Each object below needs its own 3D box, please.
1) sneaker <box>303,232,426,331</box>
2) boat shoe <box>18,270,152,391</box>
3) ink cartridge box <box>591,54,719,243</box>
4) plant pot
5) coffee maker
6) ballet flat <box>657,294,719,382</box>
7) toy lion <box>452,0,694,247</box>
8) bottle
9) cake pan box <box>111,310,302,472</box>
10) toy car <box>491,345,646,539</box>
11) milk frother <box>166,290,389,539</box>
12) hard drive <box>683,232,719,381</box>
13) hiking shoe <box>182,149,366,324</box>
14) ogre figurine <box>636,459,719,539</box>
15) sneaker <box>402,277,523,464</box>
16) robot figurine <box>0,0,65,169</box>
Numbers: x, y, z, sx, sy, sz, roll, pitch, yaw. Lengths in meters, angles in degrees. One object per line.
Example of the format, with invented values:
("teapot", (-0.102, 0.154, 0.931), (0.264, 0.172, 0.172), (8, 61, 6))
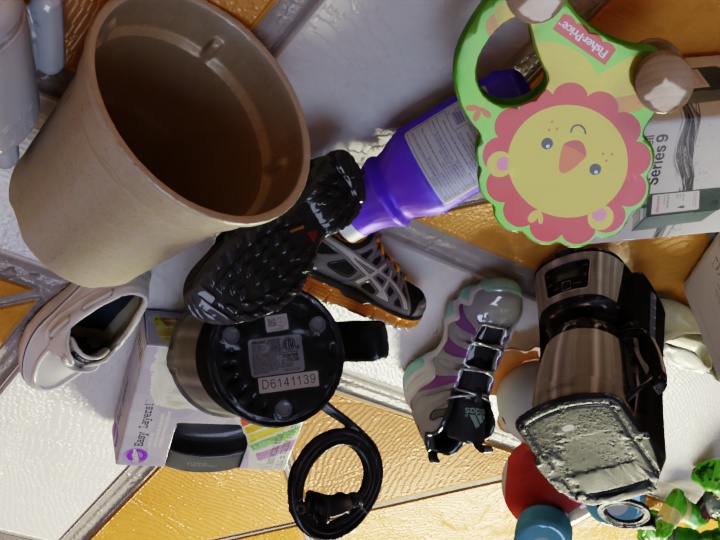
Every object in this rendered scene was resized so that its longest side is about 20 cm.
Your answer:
("sneaker", (0.000, 0.000, 1.352), (0.199, 0.078, 0.078), (22, 90, -50))
("boat shoe", (-0.256, 0.058, 1.355), (0.073, 0.066, 0.200), (17, 131, -29))
("ink cartridge box", (0.279, -0.106, 1.292), (0.198, 0.084, 0.147), (-6, 138, -7))
("plant pot", (-0.172, -0.085, 1.145), (0.200, 0.202, 0.183), (23, 140, -34))
("coffee maker", (0.225, 0.110, 1.413), (0.133, 0.201, 0.193), (0, 134, 12))
("ballet flat", (0.362, 0.084, 1.539), (0.199, 0.070, 0.070), (18, 131, -30))
("toy lion", (0.154, -0.123, 1.173), (0.199, 0.069, 0.192), (33, 108, -11))
("bottle", (0.064, -0.091, 1.258), (0.199, 0.084, 0.065), (-31, 180, 19))
("cake pan box", (-0.143, 0.124, 1.470), (0.183, 0.053, 0.201), (6, 135, -17))
("toy car", (0.189, 0.162, 1.542), (0.176, 0.185, 0.200), (-35, 105, 25))
("milk frother", (-0.074, 0.122, 1.301), (0.179, 0.202, 0.188), (12, 174, -16))
("hard drive", (0.377, -0.004, 1.393), (0.025, 0.133, 0.201), (6, 136, -19))
("hiking shoe", (-0.082, -0.023, 1.213), (0.100, 0.200, 0.076), (-2, 123, 49))
("ogre figurine", (0.434, 0.288, 1.768), (0.119, 0.098, 0.201), (27, 112, -15))
("sneaker", (0.113, 0.113, 1.451), (0.077, 0.141, 0.201), (8, 135, -22))
("robot figurine", (-0.294, -0.158, 1.070), (0.169, 0.113, 0.201), (-21, 142, -20))
